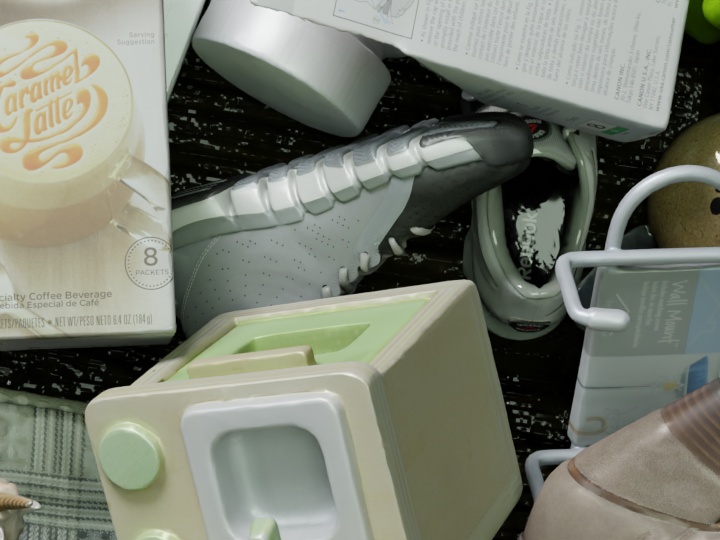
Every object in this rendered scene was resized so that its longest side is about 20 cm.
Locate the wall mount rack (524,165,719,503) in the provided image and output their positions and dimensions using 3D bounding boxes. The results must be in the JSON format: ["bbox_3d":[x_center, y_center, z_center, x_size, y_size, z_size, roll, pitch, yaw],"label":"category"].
[{"bbox_3d":[0.167,0.054,1.063,0.173,0.075,0.201,-1,125,-9],"label":"wall mount rack"}]

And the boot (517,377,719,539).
[{"bbox_3d":[0.162,0.148,1.000,0.200,0.070,0.146,45,113,14],"label":"boot"}]

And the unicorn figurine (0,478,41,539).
[{"bbox_3d":[-0.230,0.095,1.055,0.200,0.074,0.138,-38,78,22],"label":"unicorn figurine"}]

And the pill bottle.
[{"bbox_3d":[0.007,-0.171,1.105,0.109,0.110,0.201,28,81,-2],"label":"pill bottle"}]

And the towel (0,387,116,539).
[{"bbox_3d":[-0.136,0.156,1.089,0.199,0.035,0.193,8,83,-5],"label":"towel"}]

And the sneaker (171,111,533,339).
[{"bbox_3d":[0.000,0.000,1.087,0.199,0.075,0.116,-14,97,25],"label":"sneaker"}]

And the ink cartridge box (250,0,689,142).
[{"bbox_3d":[0.054,-0.159,1.040,0.199,0.050,0.162,14,79,-16],"label":"ink cartridge box"}]

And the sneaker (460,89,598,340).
[{"bbox_3d":[0.084,-0.072,1.114,0.074,0.089,0.201,-4,82,-5],"label":"sneaker"}]

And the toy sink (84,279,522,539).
[{"bbox_3d":[-0.029,0.085,0.976,0.130,0.200,0.112,-8,105,23],"label":"toy sink"}]

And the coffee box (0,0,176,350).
[{"bbox_3d":[-0.142,-0.067,1.041,0.114,0.080,0.201,-3,85,-7],"label":"coffee box"}]

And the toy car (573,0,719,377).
[{"bbox_3d":[0.189,-0.035,1.099,0.164,0.158,0.200,33,93,-9],"label":"toy car"}]

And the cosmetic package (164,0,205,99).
[{"bbox_3d":[-0.161,-0.105,1.108,0.150,0.052,0.201,21,82,-6],"label":"cosmetic package"}]
